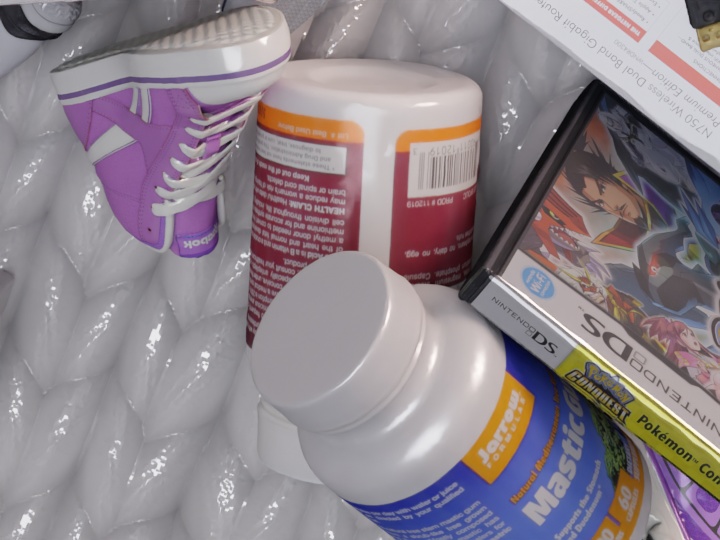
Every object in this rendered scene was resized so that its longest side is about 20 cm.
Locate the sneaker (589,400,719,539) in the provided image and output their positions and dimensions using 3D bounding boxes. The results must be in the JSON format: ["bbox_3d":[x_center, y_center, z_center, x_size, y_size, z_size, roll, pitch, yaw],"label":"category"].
[{"bbox_3d":[0.156,0.090,1.434,0.083,0.081,0.201,-20,88,-21],"label":"sneaker"}]

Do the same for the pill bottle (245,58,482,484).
[{"bbox_3d":[0.000,0.000,1.406,0.114,0.114,0.201,5,104,6],"label":"pill bottle"}]

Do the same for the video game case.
[{"bbox_3d":[0.152,0.012,1.348,0.181,0.200,0.026,38,127,-3],"label":"video game case"}]

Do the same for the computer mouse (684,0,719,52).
[{"bbox_3d":[0.222,-0.096,1.320,0.140,0.046,0.200,-1,127,36],"label":"computer mouse"}]

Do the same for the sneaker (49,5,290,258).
[{"bbox_3d":[-0.077,-0.065,1.375,0.073,0.200,0.115,-23,98,-25],"label":"sneaker"}]

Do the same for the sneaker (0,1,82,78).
[{"bbox_3d":[-0.249,-0.159,1.418,0.200,0.075,0.115,40,103,-7],"label":"sneaker"}]

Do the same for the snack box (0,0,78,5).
[{"bbox_3d":[-0.123,-0.163,1.305,0.200,0.024,0.072,2,106,42],"label":"snack box"}]

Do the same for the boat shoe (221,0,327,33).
[{"bbox_3d":[-0.016,-0.206,1.391,0.062,0.072,0.200,38,103,22],"label":"boat shoe"}]

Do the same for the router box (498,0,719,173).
[{"bbox_3d":[0.197,-0.149,1.378,0.200,0.049,0.180,38,105,-3],"label":"router box"}]

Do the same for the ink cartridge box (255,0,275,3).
[{"bbox_3d":[-0.068,-0.251,1.332,0.147,0.083,0.200,-45,71,15],"label":"ink cartridge box"}]

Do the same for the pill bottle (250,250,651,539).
[{"bbox_3d":[0.041,0.076,1.317,0.112,0.112,0.200,-38,130,14],"label":"pill bottle"}]

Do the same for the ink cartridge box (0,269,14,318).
[{"bbox_3d":[-0.294,0.014,1.430,0.200,0.146,0.084,23,104,1],"label":"ink cartridge box"}]
